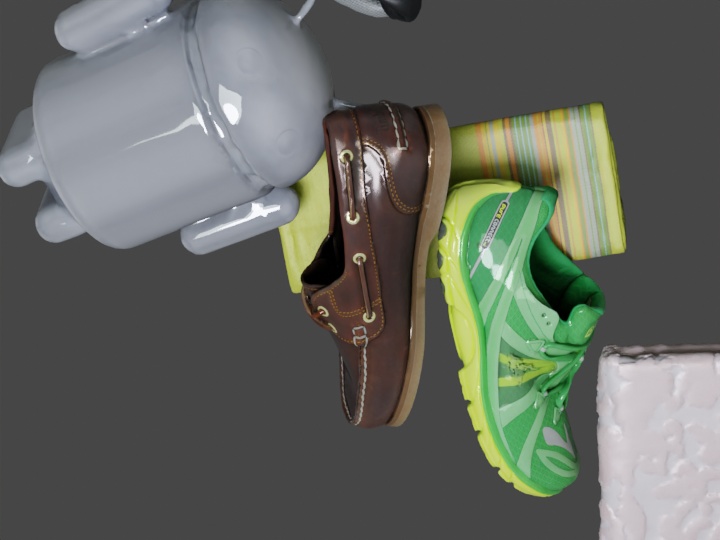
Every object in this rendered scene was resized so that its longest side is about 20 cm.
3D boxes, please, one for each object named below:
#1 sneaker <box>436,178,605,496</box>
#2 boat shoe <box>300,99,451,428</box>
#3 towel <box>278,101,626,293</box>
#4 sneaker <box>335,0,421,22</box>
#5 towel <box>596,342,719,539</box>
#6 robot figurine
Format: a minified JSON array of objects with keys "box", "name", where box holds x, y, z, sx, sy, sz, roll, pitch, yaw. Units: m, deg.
[{"box":[0.098,0.043,0.910,0.083,0.074,0.201,-8,118,17],"name":"sneaker"},{"box":[0.000,0.000,0.895,0.070,0.070,0.201,-6,120,-20],"name":"boat shoe"},{"box":[0.048,-0.040,0.936,0.199,0.018,0.087,-7,103,13],"name":"towel"},{"box":[0.041,-0.184,0.832,0.199,0.075,0.116,-12,70,17],"name":"sneaker"},{"box":[0.230,0.133,0.938,0.190,0.032,0.201,-3,109,2],"name":"towel"},{"box":[-0.098,-0.084,0.895,0.199,0.113,0.170,-19,125,16],"name":"robot figurine"}]
